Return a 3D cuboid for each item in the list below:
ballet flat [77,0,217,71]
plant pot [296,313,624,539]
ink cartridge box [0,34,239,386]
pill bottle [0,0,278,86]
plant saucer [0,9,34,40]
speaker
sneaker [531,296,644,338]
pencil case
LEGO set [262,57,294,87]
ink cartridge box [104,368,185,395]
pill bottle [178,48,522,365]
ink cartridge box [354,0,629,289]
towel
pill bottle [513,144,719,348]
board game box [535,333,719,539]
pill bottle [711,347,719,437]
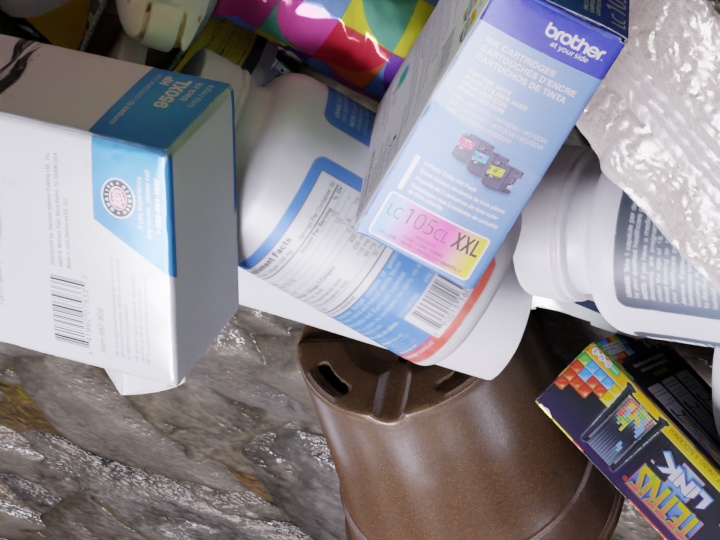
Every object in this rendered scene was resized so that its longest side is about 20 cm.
[{"bbox_3d":[-0.121,-0.121,1.591,0.069,0.071,0.201,20,122,-16],"label":"ballet flat"},{"bbox_3d":[0.057,0.096,1.953,0.199,0.201,0.199,8,145,27],"label":"plant pot"},{"bbox_3d":[-0.170,-0.040,1.566,0.199,0.084,0.145,14,125,19],"label":"ink cartridge box"},{"bbox_3d":[-0.144,-0.168,1.669,0.111,0.112,0.200,-3,144,42],"label":"pill bottle"},{"bbox_3d":[-0.232,-0.174,1.688,0.031,0.201,0.200,-35,130,14],"label":"plant saucer"},{"bbox_3d":[0.000,0.000,1.737,0.199,0.082,0.081,17,157,-18],"label":"speaker"},{"bbox_3d":[0.109,-0.022,1.820,0.199,0.077,0.081,9,141,16],"label":"sneaker"},{"bbox_3d":[0.010,-0.132,1.647,0.199,0.089,0.088,31,154,-12],"label":"pencil case"},{"bbox_3d":[-0.064,-0.032,1.833,0.154,0.116,0.200,44,155,-9],"label":"LEGO set"},{"bbox_3d":[-0.156,-0.048,1.823,0.050,0.161,0.201,-12,129,-22],"label":"ink cartridge box"},{"bbox_3d":[-0.020,-0.040,1.632,0.199,0.113,0.112,30,154,-14],"label":"pill bottle"},{"bbox_3d":[0.077,-0.112,1.518,0.076,0.137,0.201,24,122,-9],"label":"ink cartridge box"},{"bbox_3d":[0.190,-0.069,1.561,0.200,0.034,0.133,48,138,7],"label":"towel"},{"bbox_3d":[0.194,-0.018,1.686,0.199,0.120,0.120,9,152,26],"label":"pill bottle"},{"bbox_3d":[0.200,0.114,1.835,0.165,0.057,0.200,48,-167,9],"label":"board game box"},{"bbox_3d":[0.320,0.068,1.760,0.199,0.115,0.114,7,151,30],"label":"pill bottle"}]
